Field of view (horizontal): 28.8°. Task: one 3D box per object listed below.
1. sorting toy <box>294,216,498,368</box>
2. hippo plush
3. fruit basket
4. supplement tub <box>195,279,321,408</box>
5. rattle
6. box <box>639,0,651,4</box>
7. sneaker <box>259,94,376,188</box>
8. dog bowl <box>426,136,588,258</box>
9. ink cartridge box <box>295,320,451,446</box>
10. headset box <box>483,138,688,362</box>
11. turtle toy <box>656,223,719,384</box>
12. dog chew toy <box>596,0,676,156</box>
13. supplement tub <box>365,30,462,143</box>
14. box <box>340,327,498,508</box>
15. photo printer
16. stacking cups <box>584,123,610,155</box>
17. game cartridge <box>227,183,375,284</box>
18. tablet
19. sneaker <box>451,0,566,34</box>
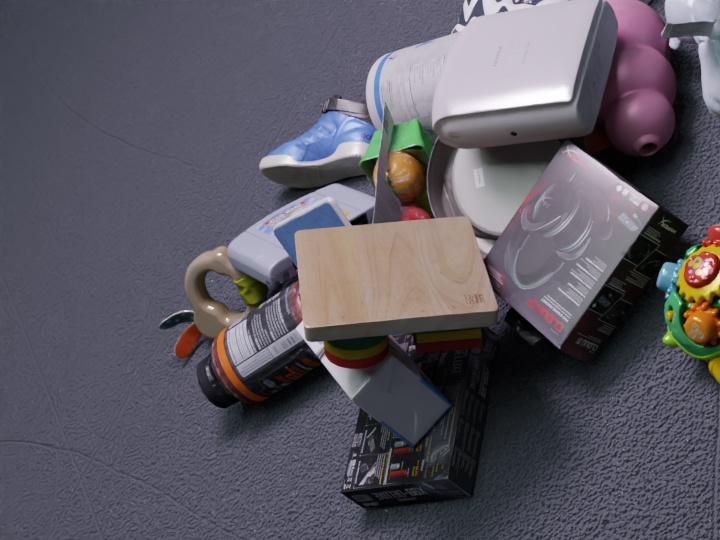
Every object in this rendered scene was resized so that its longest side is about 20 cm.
[{"bbox_3d":[0.034,0.027,1.495,0.196,0.070,0.201,-5,31,-3],"label":"sorting toy"},{"bbox_3d":[0.388,-0.252,1.522,0.161,0.198,0.161,-130,48,-72],"label":"hippo plush"},{"bbox_3d":[0.053,-0.072,1.694,0.093,0.186,0.202,-9,52,26],"label":"fruit basket"},{"bbox_3d":[-0.117,0.100,1.797,0.199,0.107,0.108,-33,40,24],"label":"supplement tub"},{"bbox_3d":[-0.187,0.025,1.968,0.200,0.129,0.144,-54,14,45],"label":"rattle"},{"bbox_3d":[0.282,-0.400,1.780,0.060,0.116,0.200,-47,38,9],"label":"box"},{"bbox_3d":[-0.052,-0.187,1.985,0.198,0.077,0.112,-9,60,38],"label":"sneaker"},{"bbox_3d":[0.178,-0.108,1.628,0.198,0.059,0.203,-4,82,27],"label":"dog bowl"},{"bbox_3d":[0.005,0.097,1.574,0.068,0.116,0.200,-47,37,3],"label":"ink cartridge box"},{"bbox_3d":[0.228,-0.013,1.501,0.201,0.077,0.149,-55,50,10],"label":"headset box"},{"bbox_3d":[0.369,0.007,1.357,0.200,0.101,0.146,-41,38,15],"label":"turtle toy"},{"bbox_3d":[0.305,-0.215,1.603,0.124,0.124,0.202,-30,50,27],"label":"dog chew toy"},{"bbox_3d":[0.117,-0.235,1.805,0.199,0.132,0.133,-9,53,42],"label":"supplement tub"},{"bbox_3d":[0.068,0.162,1.593,0.157,0.050,0.202,-15,50,39],"label":"box"},{"bbox_3d":[0.175,-0.217,1.560,0.198,0.070,0.168,-3,54,35],"label":"photo printer"},{"bbox_3d":[0.203,-0.124,1.677,0.199,0.060,0.061,-32,41,25],"label":"stacking cups"},{"bbox_3d":[-0.073,-0.052,1.858,0.199,0.042,0.133,-31,34,-24],"label":"game cartridge"},{"bbox_3d":[-0.016,0.011,1.684,0.130,0.201,0.014,-24,14,50],"label":"tablet"},{"bbox_3d":[0.204,-0.355,1.852,0.198,0.079,0.131,-18,56,50],"label":"sneaker"}]
